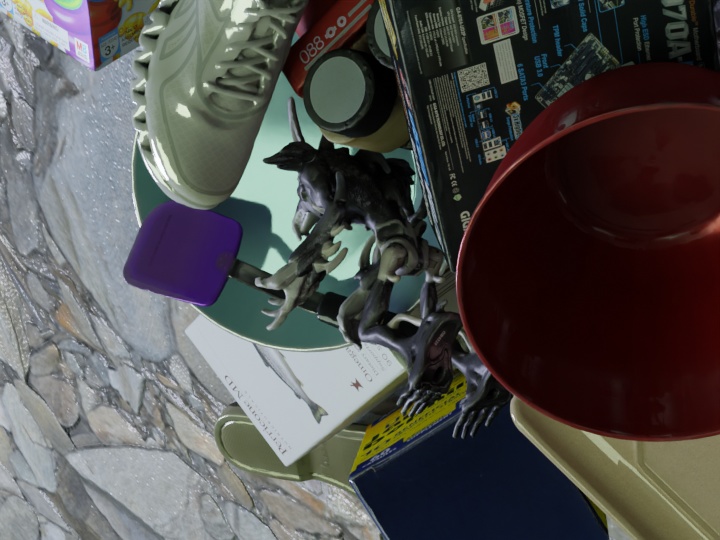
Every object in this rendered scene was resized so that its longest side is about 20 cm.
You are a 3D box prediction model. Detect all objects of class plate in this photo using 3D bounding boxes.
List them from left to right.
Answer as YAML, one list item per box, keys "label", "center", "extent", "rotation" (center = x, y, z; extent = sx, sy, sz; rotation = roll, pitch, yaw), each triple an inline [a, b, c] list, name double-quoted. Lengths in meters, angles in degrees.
- label: "plate"
  center: [-0.034, -0.053, 1.544]
  extent: [0.200, 0.026, 0.200]
  rotation: [3, 102, 15]

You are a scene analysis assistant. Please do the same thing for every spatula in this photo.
- label: "spatula"
  center: [-0.037, 0.013, 1.533]
  extent: [0.200, 0.057, 0.021]
  rotation: [20, 172, 6]

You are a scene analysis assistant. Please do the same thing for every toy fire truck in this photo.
- label: "toy fire truck"
  center: [0.023, -0.183, 1.444]
  extent: [0.176, 0.129, 0.200]
  rotation: [-44, 64, 23]

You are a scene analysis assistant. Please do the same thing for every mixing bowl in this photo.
- label: "mixing bowl"
  center: [0.144, -0.026, 1.311]
  extent: [0.200, 0.108, 0.200]
  rotation: [0, 127, 0]

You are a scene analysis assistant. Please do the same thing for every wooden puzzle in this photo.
- label: "wooden puzzle"
  center: [0.205, 0.073, 1.430]
  extent: [0.185, 0.037, 0.200]
  rotation: [44, 121, 0]

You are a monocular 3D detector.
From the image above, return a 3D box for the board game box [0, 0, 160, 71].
- label: "board game box"
  center: [-0.169, -0.244, 1.663]
  extent: [0.105, 0.103, 0.200]
  rotation: [33, 143, 33]

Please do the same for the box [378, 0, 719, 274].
- label: "box"
  center: [0.099, -0.101, 1.349]
  extent: [0.200, 0.159, 0.046]
  rotation: [74, 176, -45]

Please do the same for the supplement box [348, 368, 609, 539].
- label: "supplement box"
  center: [0.071, 0.123, 1.586]
  extent: [0.110, 0.109, 0.200]
  rotation: [57, -175, -2]

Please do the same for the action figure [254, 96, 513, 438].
- label: "action figure"
  center: [0.000, 0.000, 1.451]
  extent: [0.102, 0.119, 0.200]
  rotation: [-49, 53, 23]

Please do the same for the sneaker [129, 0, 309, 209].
- label: "sneaker"
  center: [-0.065, -0.130, 1.402]
  extent: [0.081, 0.075, 0.200]
  rotation: [13, 92, 53]

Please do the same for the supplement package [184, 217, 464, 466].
- label: "supplement package"
  center: [-0.005, 0.021, 1.675]
  extent: [0.117, 0.117, 0.200]
  rotation: [52, 149, 4]

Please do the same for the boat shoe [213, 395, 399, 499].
- label: "boat shoe"
  center: [0.005, 0.111, 1.795]
  extent: [0.200, 0.068, 0.075]
  rotation: [16, 130, 19]
